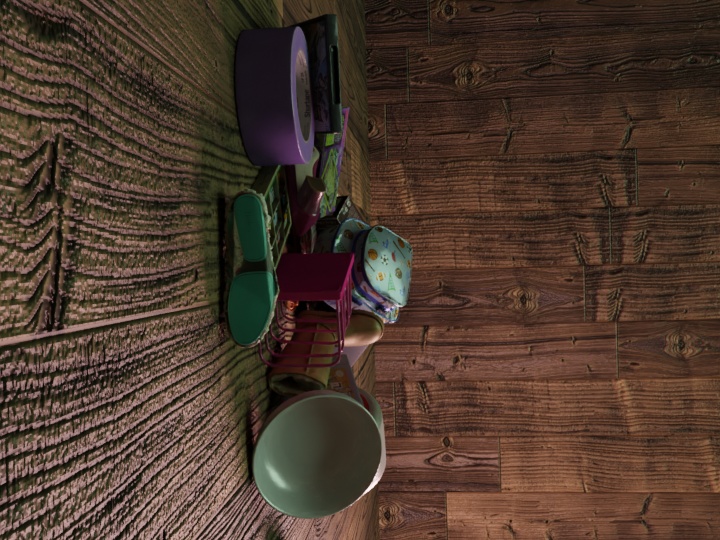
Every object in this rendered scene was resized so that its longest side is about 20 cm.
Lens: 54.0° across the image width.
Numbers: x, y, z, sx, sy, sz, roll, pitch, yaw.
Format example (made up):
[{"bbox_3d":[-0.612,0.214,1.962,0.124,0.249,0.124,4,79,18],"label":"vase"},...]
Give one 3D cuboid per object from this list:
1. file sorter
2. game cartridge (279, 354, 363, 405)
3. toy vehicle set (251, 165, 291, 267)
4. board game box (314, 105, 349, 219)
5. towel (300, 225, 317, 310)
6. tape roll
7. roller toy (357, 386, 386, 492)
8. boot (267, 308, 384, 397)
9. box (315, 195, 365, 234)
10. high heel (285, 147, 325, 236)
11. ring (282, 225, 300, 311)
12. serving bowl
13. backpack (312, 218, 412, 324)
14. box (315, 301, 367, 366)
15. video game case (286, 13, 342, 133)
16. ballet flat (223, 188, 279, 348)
[{"bbox_3d":[-0.085,0.060,1.136,0.200,0.136,0.128,-74,163,-71],"label":"file sorter"},{"bbox_3d":[-0.069,0.208,1.185,0.201,0.130,0.042,-114,-150,-59],"label":"game cartridge"},{"bbox_3d":[-0.144,-0.087,1.122,0.201,0.026,0.126,-82,169,-60],"label":"toy vehicle set"},{"bbox_3d":[-0.063,-0.201,1.315,0.120,0.032,0.204,-32,134,-65],"label":"board game box"},{"bbox_3d":[-0.097,-0.037,1.418,0.202,0.029,0.148,88,1,-46],"label":"towel"},{"bbox_3d":[-0.126,-0.264,1.080,0.200,0.083,0.205,-2,90,-84],"label":"tape roll"},{"bbox_3d":[-0.047,0.289,1.225,0.201,0.178,0.142,-80,166,-62],"label":"roller toy"},{"bbox_3d":[-0.053,0.143,1.210,0.201,0.171,0.067,-74,162,-63],"label":"boot"},{"bbox_3d":[-0.032,-0.063,1.527,0.201,0.099,0.076,56,48,-37],"label":"box"},{"bbox_3d":[-0.110,-0.152,1.209,0.097,0.066,0.202,-61,-152,31],"label":"high heel"},{"bbox_3d":[-0.127,-0.026,1.326,0.200,0.019,0.205,-1,90,-85],"label":"ring"},{"bbox_3d":[-0.068,0.266,1.059,0.066,0.196,0.204,-135,-141,-68],"label":"serving bowl"},{"bbox_3d":[0.000,0.000,1.327,0.153,0.188,0.203,-32,-137,45],"label":"backpack"},{"bbox_3d":[-0.044,0.083,1.465,0.148,0.102,0.203,124,-26,-56],"label":"box"},{"bbox_3d":[-0.090,-0.327,1.208,0.199,0.025,0.185,18,-67,59],"label":"video game case"},{"bbox_3d":[-0.143,-0.003,0.921,0.064,0.074,0.205,168,-75,-80],"label":"ballet flat"}]
